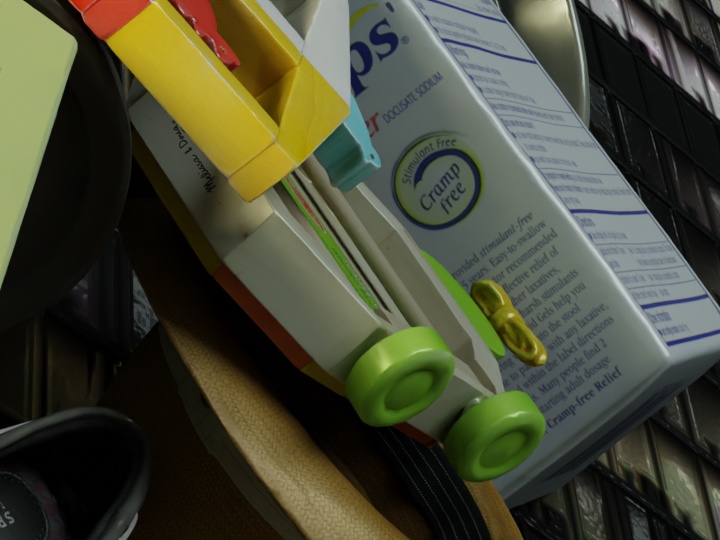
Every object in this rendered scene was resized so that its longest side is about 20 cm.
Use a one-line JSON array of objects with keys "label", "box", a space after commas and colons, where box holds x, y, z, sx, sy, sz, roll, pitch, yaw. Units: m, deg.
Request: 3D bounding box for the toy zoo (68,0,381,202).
[{"label": "toy zoo", "box": [-0.061, -0.100, 0.830, 0.200, 0.020, 0.131, 48, 22, -15]}]

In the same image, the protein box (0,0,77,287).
[{"label": "protein box", "box": [-0.196, -0.023, 0.676, 0.200, 0.135, 0.199, 36, 27, -17]}]

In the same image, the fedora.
[{"label": "fedora", "box": [-0.027, 0.068, 0.918, 0.201, 0.082, 0.201, 43, 14, -14]}]

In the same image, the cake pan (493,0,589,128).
[{"label": "cake pan", "box": [0.040, -0.122, 1.308, 0.200, 0.037, 0.201, 38, 42, -45]}]

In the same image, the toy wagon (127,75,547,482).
[{"label": "toy wagon", "box": [0.000, 0.000, 0.917, 0.155, 0.040, 0.200, 56, 11, 31]}]

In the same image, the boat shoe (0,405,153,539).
[{"label": "boat shoe", "box": [-0.118, 0.079, 0.784, 0.067, 0.057, 0.200, 52, 24, 3]}]

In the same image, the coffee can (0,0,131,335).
[{"label": "coffee can", "box": [-0.144, -0.093, 0.877, 0.146, 0.146, 0.201, 36, 27, -29]}]

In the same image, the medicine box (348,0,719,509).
[{"label": "medicine box", "box": [0.037, -0.018, 1.103, 0.200, 0.103, 0.182, 53, 13, 8]}]
